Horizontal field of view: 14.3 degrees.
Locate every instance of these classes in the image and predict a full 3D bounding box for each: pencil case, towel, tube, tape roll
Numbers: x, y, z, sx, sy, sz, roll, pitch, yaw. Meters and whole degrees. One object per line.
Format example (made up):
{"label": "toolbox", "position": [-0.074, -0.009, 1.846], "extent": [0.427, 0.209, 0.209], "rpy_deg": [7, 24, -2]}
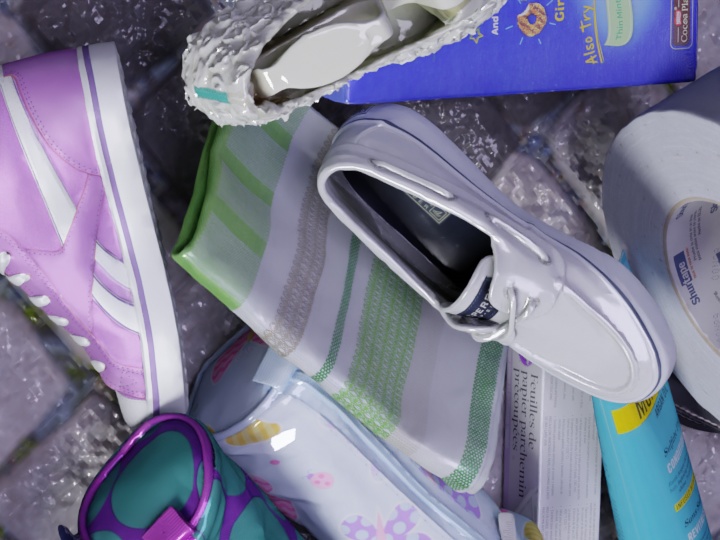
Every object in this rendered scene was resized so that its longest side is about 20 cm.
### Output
{"label": "pencil case", "position": [-0.055, 0.159, 1.377], "extent": [0.085, 0.093, 0.200], "rpy_deg": [-30, 129, 12]}
{"label": "pencil case", "position": [0.004, 0.106, 1.421], "extent": [0.200, 0.091, 0.083], "rpy_deg": [42, 79, -24]}
{"label": "towel", "position": [0.000, 0.000, 1.390], "extent": [0.200, 0.031, 0.149], "rpy_deg": [40, 38, -26]}
{"label": "tube", "position": [0.146, 0.094, 1.488], "extent": [0.050, 0.078, 0.200], "rpy_deg": [-6, 121, 18]}
{"label": "tape roll", "position": [0.209, -0.004, 1.423], "extent": [0.066, 0.200, 0.201], "rpy_deg": [-30, 109, -24]}

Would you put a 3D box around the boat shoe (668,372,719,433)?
{"label": "boat shoe", "position": [0.228, 0.065, 1.540], "extent": [0.199, 0.063, 0.073], "rpy_deg": [18, 92, -25]}

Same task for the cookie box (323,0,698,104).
{"label": "cookie box", "position": [0.065, -0.175, 1.417], "extent": [0.199, 0.075, 0.172], "rpy_deg": [-5, 101, -25]}

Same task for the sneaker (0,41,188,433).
{"label": "sneaker", "position": [-0.148, -0.004, 1.353], "extent": [0.114, 0.073, 0.201], "rpy_deg": [-14, 110, -4]}

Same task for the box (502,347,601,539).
{"label": "box", "position": [0.100, 0.124, 1.499], "extent": [0.041, 0.039, 0.201], "rpy_deg": [-4, 99, -27]}

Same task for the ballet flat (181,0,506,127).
{"label": "ballet flat", "position": [0.012, -0.119, 1.325], "extent": [0.200, 0.072, 0.072], "rpy_deg": [-31, 110, -14]}

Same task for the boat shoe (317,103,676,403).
{"label": "boat shoe", "position": [0.061, 0.005, 1.373], "extent": [0.200, 0.074, 0.065], "rpy_deg": [36, 37, -1]}
